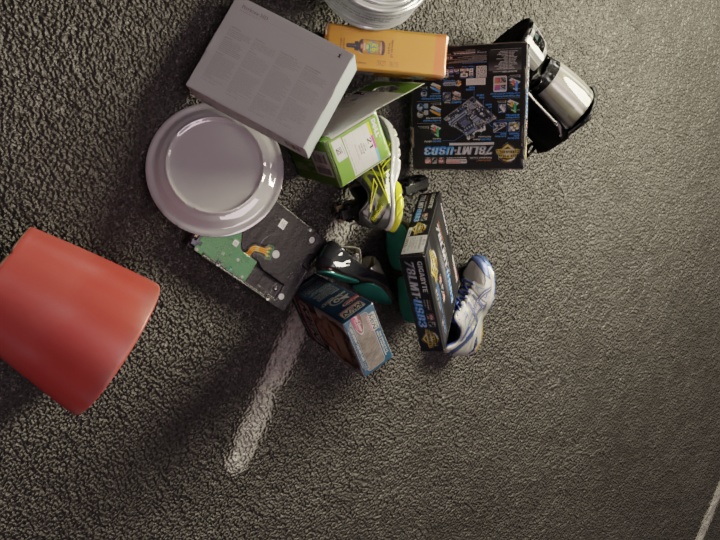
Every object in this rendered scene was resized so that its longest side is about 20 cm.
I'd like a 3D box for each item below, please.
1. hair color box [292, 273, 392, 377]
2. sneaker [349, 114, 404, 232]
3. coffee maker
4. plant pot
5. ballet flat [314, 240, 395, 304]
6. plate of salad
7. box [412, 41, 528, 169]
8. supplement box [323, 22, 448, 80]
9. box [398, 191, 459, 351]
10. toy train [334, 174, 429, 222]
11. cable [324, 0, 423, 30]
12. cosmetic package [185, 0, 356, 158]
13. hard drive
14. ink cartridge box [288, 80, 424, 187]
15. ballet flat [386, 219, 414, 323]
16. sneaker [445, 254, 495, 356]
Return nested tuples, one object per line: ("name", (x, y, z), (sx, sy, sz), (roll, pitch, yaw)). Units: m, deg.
("hair color box", (-0.036, 0.082, 1.031), (0.060, 0.199, 0.102), (-32, 116, -20))
("sneaker", (0.020, -0.163, 1.053), (0.082, 0.074, 0.206), (-2, 73, -21))
("coffee maker", (0.299, -0.319, 1.173), (0.198, 0.136, 0.192), (36, 115, -18))
("plant pot", (-0.386, 0.055, 0.822), (0.176, 0.200, 0.203), (36, 82, -23))
("ballet flat", (0.000, 0.000, 1.107), (0.198, 0.072, 0.075), (27, 87, -45))
("plate of salad", (-0.209, -0.145, 0.931), (0.194, 0.048, 0.206), (2, 77, -10))
("box", (0.185, -0.275, 1.092), (0.050, 0.195, 0.204), (-39, 128, -66))
("supplement box", (0.036, -0.343, 1.016), (0.194, 0.069, 0.069), (2, 102, -11))
("box", (0.125, 0.000, 1.124), (0.200, 0.048, 0.204), (-65, 146, -51))
("toy train", (0.034, -0.128, 1.118), (0.197, 0.045, 0.035), (-24, 118, -27))
("cable", (0.011, -0.462, 0.963), (0.200, 0.069, 0.201), (45, 64, -5))
("cosmetic package", (-0.124, -0.274, 0.910), (0.197, 0.052, 0.153), (29, 86, 8))
("hard drive", (-0.163, -0.045, 1.018), (0.199, 0.038, 0.142), (37, 81, -34))
("ink cartridge box", (-0.001, -0.221, 1.010), (0.198, 0.147, 0.077), (-34, 120, -20))
("ballet flat", (0.091, -0.005, 1.178), (0.069, 0.070, 0.205), (-20, 111, -26))
("sneaker", (0.204, 0.070, 1.251), (0.086, 0.075, 0.206), (3, 99, -36))
